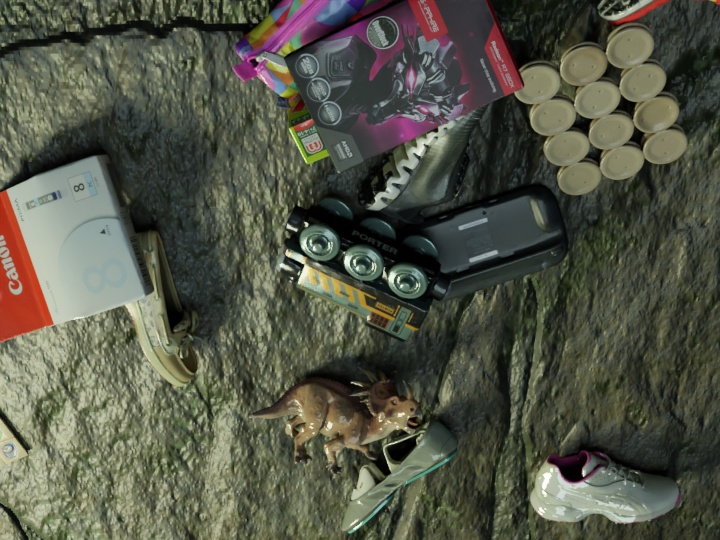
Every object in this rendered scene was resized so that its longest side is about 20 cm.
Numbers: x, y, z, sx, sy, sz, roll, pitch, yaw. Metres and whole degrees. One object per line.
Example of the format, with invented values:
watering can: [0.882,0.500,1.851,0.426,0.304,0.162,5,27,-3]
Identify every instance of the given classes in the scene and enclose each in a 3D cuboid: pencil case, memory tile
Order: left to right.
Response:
pencil case: [-0.035,-0.255,1.173,0.200,0.088,0.088,-43,116,16]
memory tile: [0.261,-0.169,1.270,0.153,0.017,0.200,-21,134,14]

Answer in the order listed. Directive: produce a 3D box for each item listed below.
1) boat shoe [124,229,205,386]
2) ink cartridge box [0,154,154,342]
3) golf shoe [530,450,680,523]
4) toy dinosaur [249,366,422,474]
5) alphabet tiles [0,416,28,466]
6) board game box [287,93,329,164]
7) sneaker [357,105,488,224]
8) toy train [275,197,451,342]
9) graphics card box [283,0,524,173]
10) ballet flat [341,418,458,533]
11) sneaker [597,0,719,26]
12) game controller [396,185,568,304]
boat shoe: [-0.225,0.047,1.352,0.063,0.073,0.200,-17,121,8]
ink cartridge box: [-0.342,-0.019,1.278,0.200,0.047,0.160,-18,95,5]
golf shoe: [0.326,0.280,1.552,0.200,0.075,0.092,-1,119,-6]
toy dinosaur: [-0.027,0.168,1.447,0.200,0.086,0.136,17,109,3]
alphabet tiles: [-0.540,0.204,1.460,0.200,0.008,0.167,-22,122,9]
board game box: [0.025,-0.187,1.214,0.200,0.102,0.048,-22,122,8]
sneaker: [0.089,-0.125,1.283,0.090,0.067,0.200,30,118,-25]
toy train: [0.000,0.000,1.326,0.200,0.085,0.114,24,127,-1]
graphics card box: [0.042,-0.191,1.129,0.200,0.051,0.126,-23,104,9]
ballet flat: [0.038,0.260,1.526,0.200,0.067,0.064,-40,90,17]
sneaker: [0.339,-0.296,1.196,0.200,0.077,0.085,-29,129,15]
game controller: [0.138,-0.028,1.367,0.200,0.042,0.104,-18,107,5]
